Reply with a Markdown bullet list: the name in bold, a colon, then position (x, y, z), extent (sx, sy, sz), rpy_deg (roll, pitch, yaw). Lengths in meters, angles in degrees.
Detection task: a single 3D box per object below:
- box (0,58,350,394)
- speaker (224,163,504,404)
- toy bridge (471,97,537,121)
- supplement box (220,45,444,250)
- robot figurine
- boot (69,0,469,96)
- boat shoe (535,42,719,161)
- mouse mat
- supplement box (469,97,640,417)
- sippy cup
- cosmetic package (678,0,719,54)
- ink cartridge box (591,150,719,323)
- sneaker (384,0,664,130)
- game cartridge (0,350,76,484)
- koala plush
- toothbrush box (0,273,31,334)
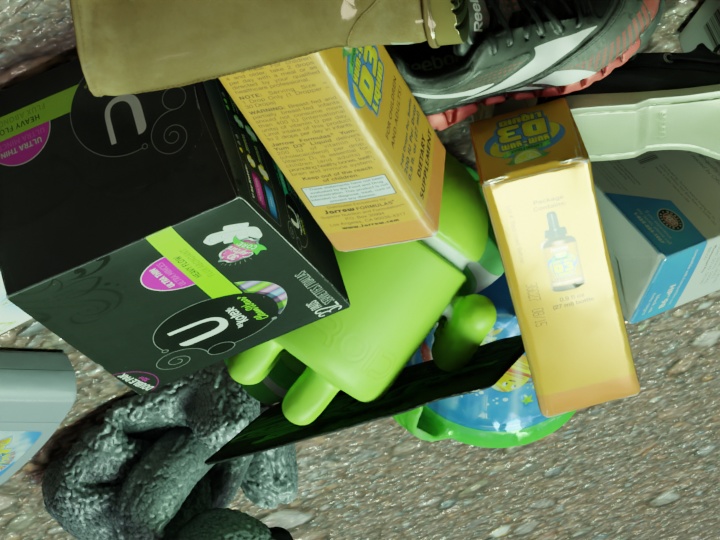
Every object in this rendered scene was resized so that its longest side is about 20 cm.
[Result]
- **box**: position (-0.115, -0.034, 1.653), extent (0.148, 0.125, 0.200), rpy_deg (-23, 157, 11)
- **speaker**: position (0.003, 0.010, 1.897), extent (0.200, 0.089, 0.088), rpy_deg (-31, 154, 18)
- **toy bridge**: position (0.107, -0.100, 1.831), extent (0.067, 0.027, 0.200), rpy_deg (-30, 156, 17)
- **supplement box**: position (-0.018, -0.094, 1.596), extent (0.068, 0.067, 0.200), rpy_deg (-9, 144, 23)
- **robot figurine**: position (0.000, 0.000, 1.783), extent (0.200, 0.175, 0.116), rpy_deg (-55, 175, 1)
- **boot**: position (-0.053, -0.181, 1.453), extent (0.199, 0.176, 0.066), rpy_deg (-5, -168, 10)
- **boat shoe**: position (0.203, -0.109, 1.752), extent (0.198, 0.066, 0.075), rpy_deg (-5, 144, -2)
- **mouse mat**: position (0.009, 0.081, 1.844), extent (0.199, 0.008, 0.161), rpy_deg (-17, -174, 18)
- **supplement box**: position (0.119, -0.006, 1.742), extent (0.066, 0.069, 0.201), rpy_deg (-13, 133, 3)
- **sippy cup**: position (0.094, 0.032, 1.980), extent (0.139, 0.178, 0.131), rpy_deg (6, 143, 5)
- **cosmetic package**: position (0.316, -0.158, 1.838), extent (0.199, 0.071, 0.102), rpy_deg (-8, 152, -30)
- **ink cartridge box**: position (0.221, -0.050, 1.872), extent (0.199, 0.116, 0.067), rpy_deg (-19, 145, -36)
- **sneaker**: position (0.086, -0.140, 1.676), extent (0.200, 0.071, 0.098), rpy_deg (-18, 158, -6)
- **game cartridge**: position (-0.283, 0.118, 1.939), extent (0.133, 0.041, 0.200), rpy_deg (-1, 148, -46)
- **koala plush**: position (-0.118, 0.199, 2.041), extent (0.183, 0.201, 0.177), rpy_deg (-23, 156, 2)
- **toothbrush box**: position (-0.297, 0.008, 1.639), extent (0.199, 0.086, 0.146), rpy_deg (-27, 156, 7)
